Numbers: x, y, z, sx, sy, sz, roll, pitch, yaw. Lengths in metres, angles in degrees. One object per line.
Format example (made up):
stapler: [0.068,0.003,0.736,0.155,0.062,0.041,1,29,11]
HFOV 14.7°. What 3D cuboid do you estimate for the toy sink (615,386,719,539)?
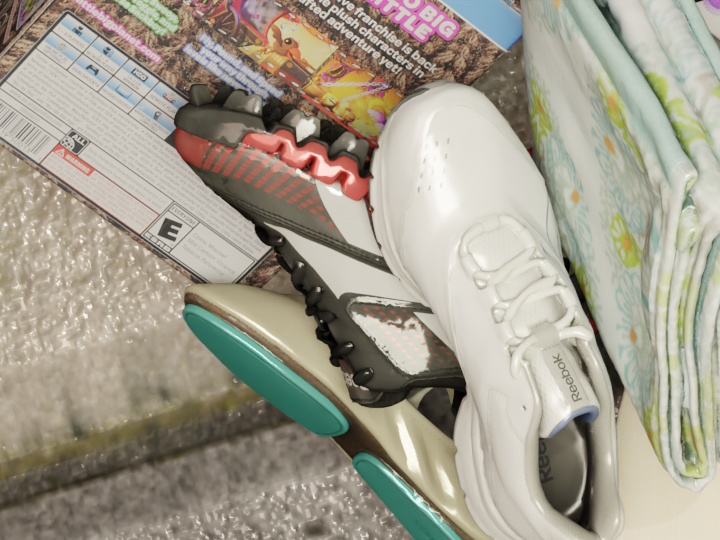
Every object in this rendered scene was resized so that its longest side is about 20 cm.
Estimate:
toy sink: [0.175,0.103,1.168,0.130,0.112,0.201,14,96,20]

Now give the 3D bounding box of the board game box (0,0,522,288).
board game box: [-0.049,-0.111,1.192,0.159,0.097,0.200,36,119,-21]

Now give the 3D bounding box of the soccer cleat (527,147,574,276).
soccer cleat: [0.111,-0.024,1.208,0.199,0.069,0.085,-12,100,25]

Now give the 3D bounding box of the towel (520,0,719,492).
towel: [0.102,-0.039,1.049,0.048,0.171,0.200,-13,50,-8]

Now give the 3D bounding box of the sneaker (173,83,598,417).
sneaker: [0.000,0.000,1.149,0.200,0.071,0.098,31,93,-14]

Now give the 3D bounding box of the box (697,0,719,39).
box: [0.095,-0.170,1.209,0.200,0.041,0.039,38,107,15]

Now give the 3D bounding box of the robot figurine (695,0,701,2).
robot figurine: [0.179,-0.172,1.088,0.124,0.200,0.151,11,99,20]

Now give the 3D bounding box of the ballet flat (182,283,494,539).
ballet flat: [0.007,0.059,1.228,0.069,0.070,0.200,-39,107,21]

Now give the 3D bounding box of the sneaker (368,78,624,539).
sneaker: [0.064,0.020,1.084,0.074,0.087,0.201,-23,103,-15]
